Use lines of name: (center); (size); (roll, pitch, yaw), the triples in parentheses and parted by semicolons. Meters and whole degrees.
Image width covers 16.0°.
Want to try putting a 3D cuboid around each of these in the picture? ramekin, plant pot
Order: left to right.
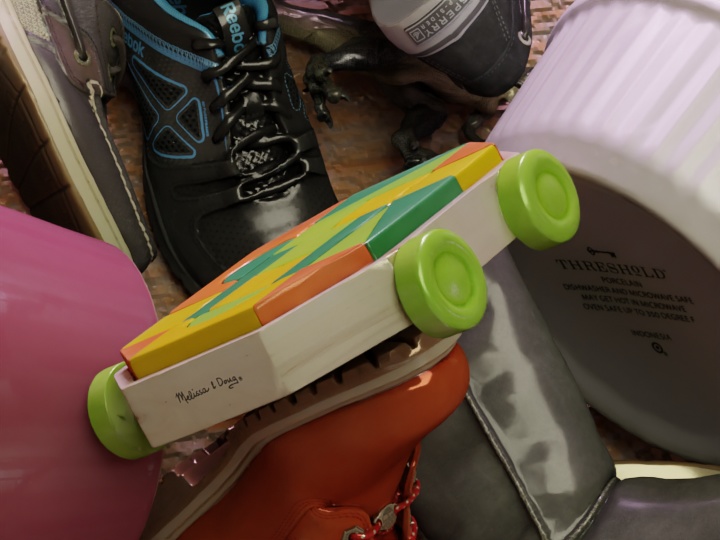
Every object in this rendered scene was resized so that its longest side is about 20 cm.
plant pot: (-0.174, 0.047, 0.901); (0.178, 0.200, 0.201); (5, 62, -30)
ramekin: (0.131, -0.011, 1.002); (0.202, 0.203, 0.094); (41, 65, 7)

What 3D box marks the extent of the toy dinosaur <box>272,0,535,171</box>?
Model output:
toy dinosaur: (0.014, -0.084, 1.093); (0.199, 0.048, 0.088); (20, 43, -4)

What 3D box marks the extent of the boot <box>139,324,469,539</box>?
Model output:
boot: (-0.002, 0.085, 0.919); (0.075, 0.200, 0.108); (-33, 83, -37)

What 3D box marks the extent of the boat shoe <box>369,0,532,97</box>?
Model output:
boat shoe: (0.036, -0.138, 1.093); (0.057, 0.069, 0.201); (42, 24, -25)

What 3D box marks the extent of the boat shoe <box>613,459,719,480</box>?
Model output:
boat shoe: (0.142, 0.115, 1.013); (0.198, 0.071, 0.065); (5, 74, -5)

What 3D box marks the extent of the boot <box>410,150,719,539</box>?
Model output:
boot: (0.074, 0.046, 0.962); (0.181, 0.073, 0.201); (-26, 71, 5)

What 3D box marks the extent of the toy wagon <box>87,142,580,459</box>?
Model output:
toy wagon: (0.000, 0.000, 0.866); (0.200, 0.155, 0.040); (-39, 103, -51)

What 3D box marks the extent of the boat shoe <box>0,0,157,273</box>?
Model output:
boat shoe: (-0.124, -0.090, 1.028); (0.066, 0.072, 0.202); (-26, 84, -23)

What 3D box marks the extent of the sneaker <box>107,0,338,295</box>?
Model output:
sneaker: (-0.057, -0.063, 1.040); (0.073, 0.082, 0.201); (-20, 71, -24)
